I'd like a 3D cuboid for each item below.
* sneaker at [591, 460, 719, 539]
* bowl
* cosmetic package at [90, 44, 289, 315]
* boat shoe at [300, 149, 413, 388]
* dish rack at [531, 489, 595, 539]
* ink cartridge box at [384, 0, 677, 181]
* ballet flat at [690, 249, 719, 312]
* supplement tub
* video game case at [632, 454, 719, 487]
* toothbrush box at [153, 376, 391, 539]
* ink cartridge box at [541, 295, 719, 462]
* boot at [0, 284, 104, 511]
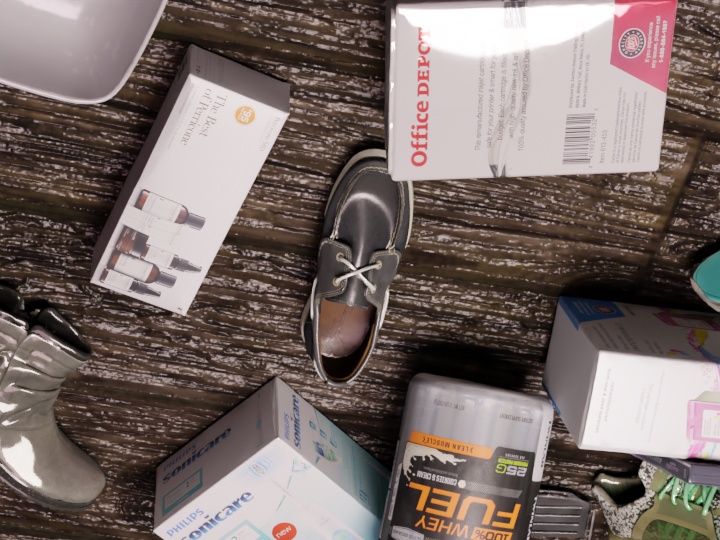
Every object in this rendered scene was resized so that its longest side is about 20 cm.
[{"bbox_3d":[0.271,0.195,1.514,0.199,0.077,0.089,-19,119,45],"label":"sneaker"},{"bbox_3d":[-0.225,-0.229,1.213,0.199,0.075,0.200,19,121,-18],"label":"bowl"},{"bbox_3d":[-0.130,-0.064,1.350,0.082,0.051,0.200,19,122,-18],"label":"cosmetic package"},{"bbox_3d":[0.000,0.000,1.396,0.071,0.068,0.201,10,122,-9],"label":"boat shoe"},{"bbox_3d":[0.135,0.282,1.611,0.152,0.055,0.201,1,125,-6],"label":"dish rack"},{"bbox_3d":[0.116,-0.147,1.289,0.199,0.085,0.145,-2,125,-4],"label":"ink cartridge box"},{"bbox_3d":[0.365,-0.001,1.425,0.199,0.072,0.072,-17,125,8],"label":"ballet flat"},{"bbox_3d":[0.081,0.191,1.450,0.122,0.123,0.201,11,88,-12],"label":"supplement tub"},{"bbox_3d":[0.302,0.156,1.459,0.142,0.200,0.019,6,93,-9],"label":"video game case"},{"bbox_3d":[-0.057,0.209,1.527,0.146,0.085,0.200,-36,119,19],"label":"toothbrush box"},{"bbox_3d":[0.260,0.088,1.422,0.199,0.145,0.085,8,106,-9],"label":"ink cartridge box"},{"bbox_3d":[-0.259,0.105,1.444,0.200,0.068,0.131,37,111,-26],"label":"boot"}]
